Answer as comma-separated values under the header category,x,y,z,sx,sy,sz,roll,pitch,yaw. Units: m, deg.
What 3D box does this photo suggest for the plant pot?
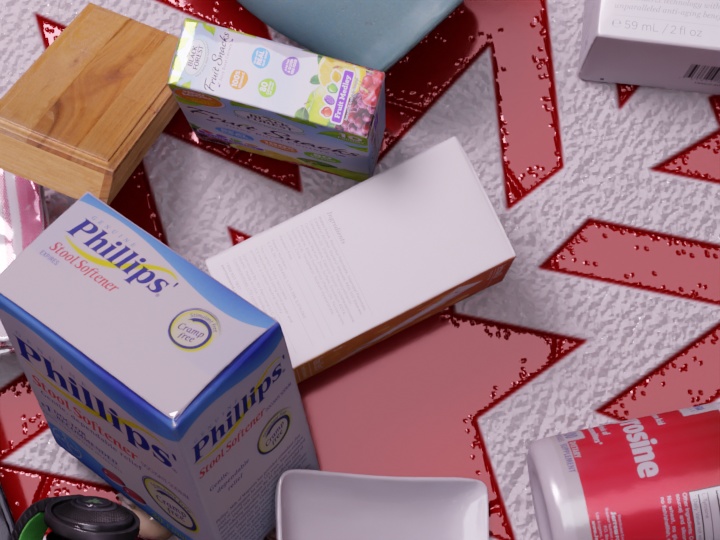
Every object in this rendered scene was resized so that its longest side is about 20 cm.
category,x,y,z,sx,sy,sz,roll,pitch,yaw
plant pot,-0.011,-0.245,1.351,0.200,0.200,0.188,-43,97,-6

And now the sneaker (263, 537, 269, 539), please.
category,x,y,z,sx,sy,sz,roll,pitch,yaw
sneaker,-0.054,0.240,1.347,0.084,0.074,0.202,-24,86,-17

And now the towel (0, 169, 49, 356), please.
category,x,y,z,sx,sy,sz,roll,pitch,yaw
towel,-0.320,-0.004,1.339,0.198,0.030,0.148,-9,73,-7

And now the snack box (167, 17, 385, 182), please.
category,x,y,z,sx,sy,sz,roll,pitch,yaw
snack box,-0.055,-0.116,1.325,0.141,0.200,0.054,14,84,2

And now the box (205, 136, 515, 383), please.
category,x,y,z,sx,sy,sz,roll,pitch,yaw
box,0.000,0.000,1.347,0.198,0.124,0.098,-27,83,-3

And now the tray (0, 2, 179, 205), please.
category,x,y,z,sx,sy,sz,roll,pitch,yaw
tray,-0.190,-0.123,1.341,0.098,0.201,0.037,21,125,3

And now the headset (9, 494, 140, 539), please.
category,x,y,z,sx,sy,sz,roll,pitch,yaw
headset,-0.168,0.212,1.270,0.093,0.199,0.125,-1,80,-42

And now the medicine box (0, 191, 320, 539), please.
category,x,y,z,sx,sy,sz,roll,pitch,yaw
medicine box,-0.136,0.078,1.264,0.181,0.201,0.103,32,64,28

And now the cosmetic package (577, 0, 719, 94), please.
category,x,y,z,sx,sy,sz,roll,pitch,yaw
cosmetic package,0.273,-0.243,1.385,0.197,0.123,0.202,6,80,1

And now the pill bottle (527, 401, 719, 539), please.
category,x,y,z,sx,sy,sz,roll,pitch,yaw
pill bottle,0.225,0.157,1.330,0.198,0.112,0.114,-11,82,-2

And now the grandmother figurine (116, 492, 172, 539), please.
category,x,y,z,sx,sy,sz,roll,pitch,yaw
grandmother figurine,-0.174,0.237,1.348,0.120,0.061,0.202,20,79,-1

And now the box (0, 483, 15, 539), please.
category,x,y,z,sx,sy,sz,roll,pitch,yaw
box,-0.359,0.170,1.342,0.198,0.049,0.163,-19,87,-10

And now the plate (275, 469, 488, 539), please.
category,x,y,z,sx,sy,sz,roll,pitch,yaw
plate,0.012,0.245,1.310,0.199,0.032,0.202,8,78,-40
